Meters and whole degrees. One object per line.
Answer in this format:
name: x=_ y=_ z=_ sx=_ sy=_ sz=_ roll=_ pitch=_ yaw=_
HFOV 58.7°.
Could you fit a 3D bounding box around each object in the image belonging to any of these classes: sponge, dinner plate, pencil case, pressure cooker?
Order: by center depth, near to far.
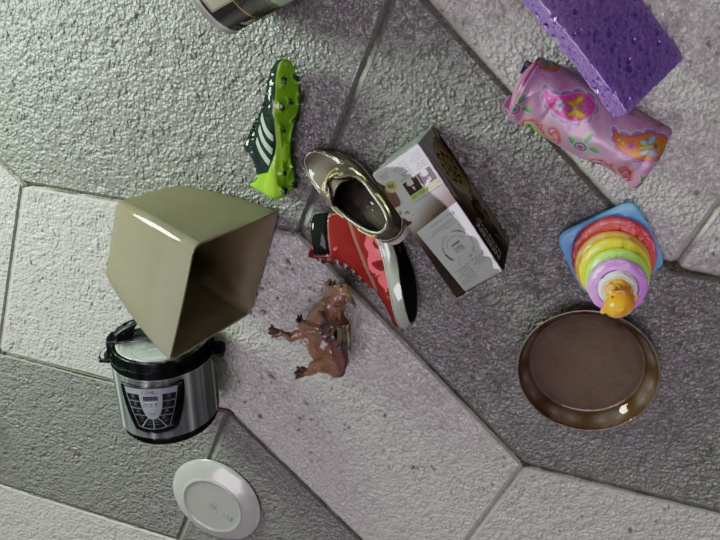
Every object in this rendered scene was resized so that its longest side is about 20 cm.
sponge: x=0.274 y=-0.287 z=0.735 sx=0.111 sy=0.030 sz=0.200 roll=-43 pitch=97 yaw=-14
pencil case: x=0.276 y=-0.183 z=0.789 sx=0.198 sy=0.088 sz=0.088 roll=29 pitch=119 yaw=5
pressure cooker: x=-0.334 y=0.167 z=1.088 sx=0.177 sy=0.175 sz=0.203 roll=20 pitch=120 yaw=36
dinner plate: x=-0.296 y=0.471 z=1.295 sx=0.197 sy=0.024 sz=0.203 roll=7 pitch=116 yaw=15

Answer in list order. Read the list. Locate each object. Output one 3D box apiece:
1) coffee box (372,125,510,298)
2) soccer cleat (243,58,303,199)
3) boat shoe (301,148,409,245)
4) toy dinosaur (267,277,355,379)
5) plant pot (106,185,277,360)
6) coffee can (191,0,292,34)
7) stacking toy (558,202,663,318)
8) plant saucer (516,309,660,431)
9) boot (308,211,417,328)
coffee box: x=0.114 y=-0.081 z=0.867 sx=0.079 sy=0.113 sz=0.201 roll=-31 pitch=100 yaw=27
soccer cleat: x=-0.131 y=-0.202 z=0.923 sx=0.080 sy=0.067 sz=0.203 roll=19 pitch=118 yaw=24
boat shoe: x=-0.016 y=-0.110 z=0.889 sx=0.200 sy=0.059 sz=0.072 roll=44 pitch=105 yaw=24
toy dinosaur: x=-0.051 y=0.115 z=1.000 sx=0.134 sy=0.086 sz=0.202 roll=1 pitch=129 yaw=31
plant pot: x=-0.273 y=-0.021 z=0.983 sx=0.176 sy=0.200 sz=0.202 roll=29 pitch=119 yaw=16
coffee can: x=-0.111 y=-0.402 z=0.779 sx=0.198 sy=0.147 sz=0.148 roll=-17 pitch=107 yaw=24
stacking toy: x=0.316 y=0.008 z=0.790 sx=0.115 sy=0.200 sz=0.111 roll=-26 pitch=103 yaw=25
plant saucer: x=0.331 y=0.143 z=0.939 sx=0.197 sy=0.035 sz=0.203 roll=7 pitch=115 yaw=16
boot: x=0.000 y=0.000 z=0.966 sx=0.143 sy=0.072 sz=0.203 roll=-14 pitch=100 yaw=23
